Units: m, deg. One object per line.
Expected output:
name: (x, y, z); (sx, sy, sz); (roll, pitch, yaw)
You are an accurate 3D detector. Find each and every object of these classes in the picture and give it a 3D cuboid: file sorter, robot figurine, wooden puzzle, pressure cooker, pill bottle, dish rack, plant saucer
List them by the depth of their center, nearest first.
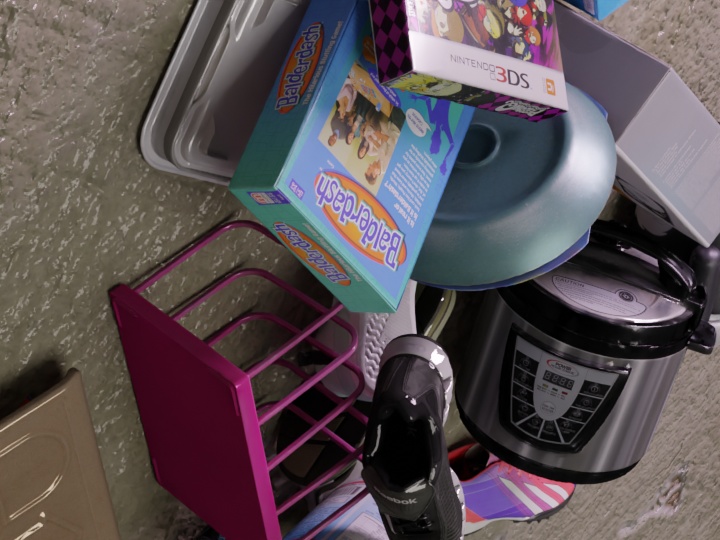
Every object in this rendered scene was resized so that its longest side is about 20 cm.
wooden puzzle: (-0.260, 0.179, 1.553); (0.200, 0.046, 0.186); (-37, 140, -30)
dish rack: (-0.049, -0.128, 1.553); (0.200, 0.044, 0.172); (12, 108, -50)
plant saucer: (0.082, -0.080, 1.599); (0.200, 0.200, 0.036); (-42, 143, -17)
file sorter: (-0.074, 0.086, 1.607); (0.125, 0.139, 0.200); (-36, 139, -27)
pill bottle: (-0.021, 0.241, 1.691); (0.200, 0.109, 0.109); (-36, 145, -61)
pressure cooker: (0.177, 0.049, 1.824); (0.175, 0.179, 0.200); (-4, 125, -34)
robot figurine: (0.297, -0.028, 1.941); (0.150, 0.125, 0.200); (-18, 129, -40)

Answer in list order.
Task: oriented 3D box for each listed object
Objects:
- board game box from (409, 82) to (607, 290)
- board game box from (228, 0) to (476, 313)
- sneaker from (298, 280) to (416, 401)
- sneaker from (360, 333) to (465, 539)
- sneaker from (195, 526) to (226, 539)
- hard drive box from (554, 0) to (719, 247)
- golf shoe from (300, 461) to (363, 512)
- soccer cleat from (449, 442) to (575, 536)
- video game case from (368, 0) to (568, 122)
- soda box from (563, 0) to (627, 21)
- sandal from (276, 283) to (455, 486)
board game box: (0.098, -0.057, 1.627); (0.039, 0.158, 0.200); (68, 27, -51)
board game box: (0.003, -0.095, 1.510); (0.152, 0.045, 0.200); (47, 55, -41)
sneaker: (0.000, 0.000, 1.693); (0.074, 0.118, 0.201); (9, 80, -22)
sneaker: (0.033, 0.151, 1.604); (0.091, 0.066, 0.201); (-60, 150, -58)
sneaker: (-0.064, 0.265, 1.787); (0.082, 0.073, 0.200); (-44, 133, -13)
hard drive box: (0.201, -0.119, 1.742); (0.077, 0.156, 0.200); (-53, 142, -1)
golf shoe: (-0.018, 0.197, 1.828); (0.097, 0.078, 0.200); (19, 104, -27)
soccer cleat: (0.121, 0.181, 1.957); (0.200, 0.068, 0.073); (-8, 119, -42)
video game case: (0.067, -0.211, 1.527); (0.181, 0.036, 0.201); (9, 71, -50)
soda box: (0.172, -0.290, 1.656); (0.068, 0.064, 0.200); (-35, 139, -25)
sandal: (0.014, 0.090, 1.754); (0.201, 0.080, 0.057); (-51, 141, -7)
